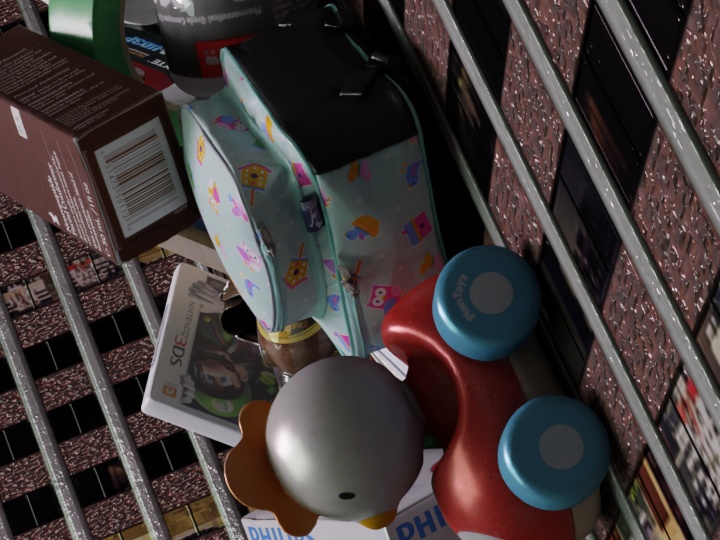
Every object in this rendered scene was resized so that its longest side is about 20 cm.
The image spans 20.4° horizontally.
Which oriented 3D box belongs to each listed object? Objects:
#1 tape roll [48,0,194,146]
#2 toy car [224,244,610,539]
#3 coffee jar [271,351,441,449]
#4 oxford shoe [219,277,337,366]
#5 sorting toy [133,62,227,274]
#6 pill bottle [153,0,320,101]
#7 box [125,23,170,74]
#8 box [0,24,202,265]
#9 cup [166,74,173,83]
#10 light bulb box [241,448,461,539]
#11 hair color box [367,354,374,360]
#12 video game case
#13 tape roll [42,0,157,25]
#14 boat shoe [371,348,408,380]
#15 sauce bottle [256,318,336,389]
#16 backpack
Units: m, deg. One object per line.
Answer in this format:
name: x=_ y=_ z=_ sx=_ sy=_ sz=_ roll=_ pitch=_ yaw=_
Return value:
tape roll: x=-0.137 y=-0.193 z=1.447 sx=0.048 sy=0.200 sz=0.201 roll=15 pitch=135 yaw=37
toy car: x=0.022 y=0.106 z=1.163 sx=0.184 sy=0.199 sz=0.178 roll=95 pitch=152 yaw=-73
coffee jar: x=0.008 y=0.124 z=1.597 sx=0.201 sy=0.104 sz=0.085 roll=62 pitch=165 yaw=10
oxford shoe: x=-0.080 y=0.008 z=1.580 sx=0.200 sy=0.084 sz=0.073 roll=-120 pitch=8 yaw=-58
sorting toy: x=-0.167 y=-0.105 z=1.733 sx=0.070 sy=0.198 sz=0.201 roll=-59 pitch=18 yaw=28
pill bottle: x=-0.085 y=-0.187 z=1.369 sx=0.114 sy=0.113 sz=0.201 roll=-130 pitch=26 yaw=-66
box: x=-0.182 y=-0.267 z=1.615 sx=0.158 sy=0.046 sz=0.201 roll=15 pitch=-120 yaw=-48
box: x=-0.198 y=-0.089 z=1.350 sx=0.200 sy=0.075 sz=0.101 roll=29 pitch=143 yaw=50
cup: x=-0.198 y=-0.242 z=1.845 sx=0.200 sy=0.142 sz=0.202 roll=-20 pitch=-90 yaw=-89
light bulb box: x=0.041 y=0.242 z=1.429 sx=0.198 sy=0.124 sz=0.201 roll=-10 pitch=103 yaw=56
hair color box: x=0.000 y=0.000 z=1.536 sx=0.102 sy=0.061 sz=0.201 roll=76 pitch=170 yaw=-46
video game case: x=-0.077 y=0.088 z=1.688 sx=0.182 sy=0.199 sz=0.023 roll=-83 pitch=18 yaw=-52
tape roll: x=-0.174 y=-0.285 z=1.467 sx=0.070 sy=0.202 sz=0.203 roll=15 pitch=134 yaw=38
boat shoe: x=0.033 y=0.051 z=1.382 sx=0.200 sy=0.073 sz=0.067 roll=-123 pitch=23 yaw=-53
sauce bottle: x=-0.045 y=0.019 z=1.453 sx=0.065 sy=0.064 sz=0.202 roll=-132 pitch=34 yaw=-68
backpack: x=-0.021 y=-0.041 z=1.273 sx=0.176 sy=0.153 sz=0.201 roll=49 pitch=167 yaw=54
